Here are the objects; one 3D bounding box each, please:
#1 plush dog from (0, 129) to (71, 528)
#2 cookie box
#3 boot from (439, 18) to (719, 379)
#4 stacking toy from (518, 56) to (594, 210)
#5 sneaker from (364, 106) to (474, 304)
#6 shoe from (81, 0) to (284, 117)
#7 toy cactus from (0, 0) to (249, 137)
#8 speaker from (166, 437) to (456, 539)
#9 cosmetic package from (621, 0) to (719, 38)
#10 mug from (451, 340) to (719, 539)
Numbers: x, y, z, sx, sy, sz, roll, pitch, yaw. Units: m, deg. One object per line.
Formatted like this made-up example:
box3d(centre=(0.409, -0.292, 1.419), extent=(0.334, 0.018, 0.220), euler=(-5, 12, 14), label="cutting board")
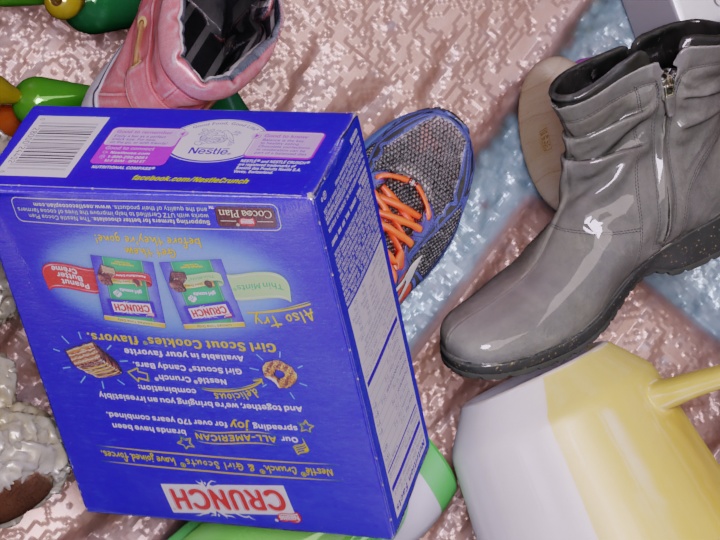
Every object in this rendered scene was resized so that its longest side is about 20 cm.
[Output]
box3d(centre=(-0.213, 0.006, 1.173), extent=(0.172, 0.160, 0.200), euler=(-55, 140, -24), label="plush dog")
box3d(centre=(-0.070, 0.025, 1.124), extent=(0.171, 0.075, 0.200), euler=(3, 127, 21), label="cookie box")
box3d(centre=(0.109, -0.042, 1.195), extent=(0.200, 0.068, 0.131), euler=(-31, 126, -20), label="boot")
box3d(centre=(0.190, -0.088, 1.297), extent=(0.200, 0.085, 0.085), euler=(-12, 87, -20), label="stacking toy")
box3d(centre=(0.000, 0.000, 1.239), extent=(0.075, 0.078, 0.200), euler=(34, 79, -7), label="sneaker")
box3d(centre=(-0.064, -0.138, 1.171), extent=(0.071, 0.091, 0.200), euler=(38, 50, -16), label="shoe")
box3d(centre=(-0.105, -0.102, 1.234), extent=(0.200, 0.102, 0.165), euler=(40, 59, -3), label="toy cactus")
box3d(centre=(-0.047, 0.149, 1.211), extent=(0.200, 0.088, 0.088), euler=(-40, 93, -13), label="speaker")
box3d(centre=(0.174, -0.231, 1.304), extent=(0.101, 0.071, 0.200), euler=(-21, 89, -13), label="cosmetic package")
box3d(centre=(0.137, 0.113, 1.216), extent=(0.186, 0.149, 0.153), euler=(-25, 89, -3), label="mug")
